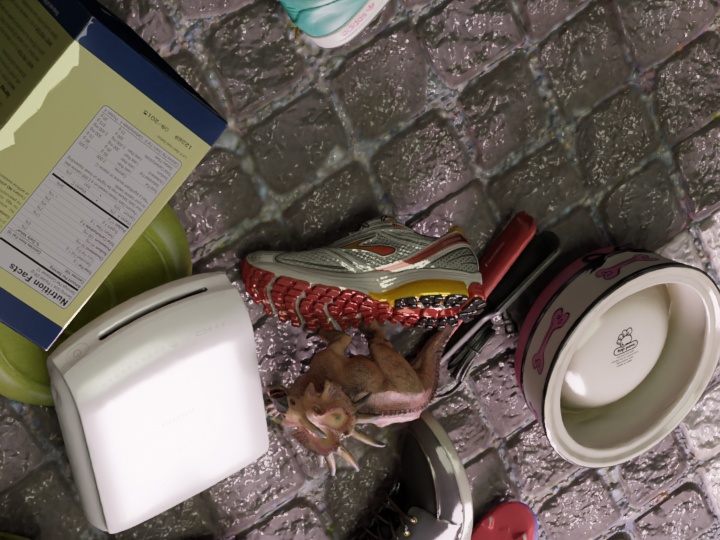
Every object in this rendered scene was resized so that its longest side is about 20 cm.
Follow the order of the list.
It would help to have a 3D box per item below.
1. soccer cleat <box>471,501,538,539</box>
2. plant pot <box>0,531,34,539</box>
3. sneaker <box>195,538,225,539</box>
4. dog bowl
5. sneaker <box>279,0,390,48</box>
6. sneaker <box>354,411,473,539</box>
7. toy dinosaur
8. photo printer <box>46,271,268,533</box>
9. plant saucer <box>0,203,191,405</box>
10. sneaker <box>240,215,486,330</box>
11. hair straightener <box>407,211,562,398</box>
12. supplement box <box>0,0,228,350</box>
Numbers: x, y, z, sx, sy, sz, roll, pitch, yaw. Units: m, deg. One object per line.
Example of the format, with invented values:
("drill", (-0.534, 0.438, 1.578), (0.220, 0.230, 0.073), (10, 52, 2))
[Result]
("soccer cleat", (0.120, 0.299, 1.936), (0.076, 0.066, 0.202), (-6, 115, -60))
("plant pot", (-0.294, 0.313, 1.665), (0.186, 0.187, 0.202), (15, 93, -32))
("sneaker", (-0.156, 0.273, 1.749), (0.199, 0.098, 0.072), (-3, 114, -28))
("dog bowl", (0.218, 0.068, 1.838), (0.199, 0.074, 0.202), (-19, 128, -26))
("sneaker", (-0.004, -0.272, 1.566), (0.200, 0.084, 0.120), (-51, 135, 6))
("sneaker", (0.036, 0.219, 1.829), (0.105, 0.075, 0.202), (-18, 127, -18))
("toy dinosaur", (0.005, 0.100, 1.721), (0.198, 0.136, 0.087), (-12, 120, -22))
("photo printer", (-0.155, 0.097, 1.643), (0.165, 0.070, 0.201), (-26, 141, -19))
("plant saucer", (-0.218, 0.021, 1.631), (0.198, 0.031, 0.202), (-12, 119, -22))
("sneaker", (0.000, 0.000, 1.714), (0.198, 0.083, 0.078), (2, 153, -14))
("hair straightener", (0.107, 0.048, 1.805), (0.077, 0.041, 0.201), (30, 98, -35))
("supplement box", (-0.231, -0.093, 1.461), (0.134, 0.200, 0.200), (37, 94, -36))
